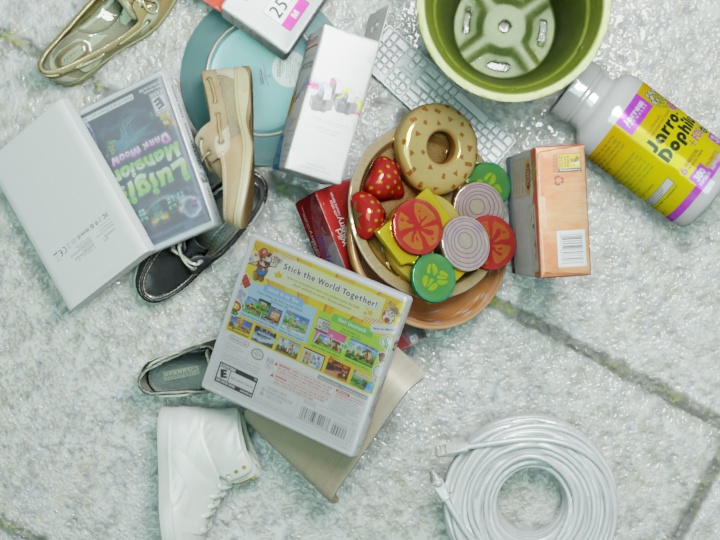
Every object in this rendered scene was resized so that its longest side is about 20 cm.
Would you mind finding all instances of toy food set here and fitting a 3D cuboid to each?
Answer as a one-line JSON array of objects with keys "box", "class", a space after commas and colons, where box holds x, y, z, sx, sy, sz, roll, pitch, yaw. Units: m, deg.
[{"box": [0.080, -0.066, 1.558, 0.200, 0.049, 0.199, -42, 100, -25], "class": "toy food set"}, {"box": [-0.031, 0.144, 1.595, 0.143, 0.060, 0.201, 41, 116, 18], "class": "toy food set"}]

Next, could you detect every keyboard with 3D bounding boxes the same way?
[{"box": [0.088, -0.195, 1.637, 0.200, 0.011, 0.056, 42, 93, 0], "class": "keyboard"}]

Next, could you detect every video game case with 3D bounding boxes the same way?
[{"box": [-0.268, -0.104, 1.612, 0.199, 0.023, 0.184, -21, 88, 25], "class": "video game case"}, {"box": [-0.060, 0.079, 1.549, 0.199, 0.023, 0.184, 22, 97, 22], "class": "video game case"}]

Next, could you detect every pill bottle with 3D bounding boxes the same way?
[{"box": [0.310, -0.145, 1.582, 0.199, 0.104, 0.105, 36, 93, 1], "class": "pill bottle"}]

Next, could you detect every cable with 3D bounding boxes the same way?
[{"box": [0.191, 0.263, 1.620, 0.198, 0.069, 0.202, -18, 92, 2], "class": "cable"}]

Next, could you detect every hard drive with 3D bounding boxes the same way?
[{"box": [-0.329, -0.074, 1.618, 0.131, 0.026, 0.201, -34, 81, 24], "class": "hard drive"}]

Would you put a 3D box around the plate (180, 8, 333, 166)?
[{"box": [-0.111, -0.222, 1.639, 0.198, 0.026, 0.203, 0, 91, 3], "class": "plate"}]

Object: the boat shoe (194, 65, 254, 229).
[{"box": [-0.149, -0.134, 1.568, 0.064, 0.072, 0.202, -1, 59, -4], "class": "boat shoe"}]

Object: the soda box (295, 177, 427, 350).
[{"box": [0.000, 0.000, 1.611, 0.070, 0.063, 0.202, -21, 90, -26], "class": "soda box"}]

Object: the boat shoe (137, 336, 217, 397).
[{"box": [-0.157, 0.109, 1.632, 0.198, 0.064, 0.071, -16, 91, 3], "class": "boat shoe"}]

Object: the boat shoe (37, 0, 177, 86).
[{"box": [-0.284, -0.287, 1.625, 0.200, 0.063, 0.073, -38, 90, 3], "class": "boat shoe"}]

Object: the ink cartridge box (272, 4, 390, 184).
[{"box": [-0.034, -0.199, 1.569, 0.067, 0.115, 0.202, 16, 90, -12], "class": "ink cartridge box"}]

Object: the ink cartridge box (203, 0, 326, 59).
[{"box": [-0.099, -0.369, 1.607, 0.173, 0.044, 0.201, 34, 84, -3], "class": "ink cartridge box"}]

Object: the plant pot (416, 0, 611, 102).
[{"box": [0.159, -0.274, 1.542, 0.198, 0.190, 0.202, 0, 91, 2], "class": "plant pot"}]

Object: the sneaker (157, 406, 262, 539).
[{"box": [-0.169, 0.255, 1.633, 0.114, 0.074, 0.202, -3, 90, 6], "class": "sneaker"}]

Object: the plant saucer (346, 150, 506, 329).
[{"box": [0.071, -0.032, 1.595, 0.198, 0.037, 0.202, 5, 78, -24], "class": "plant saucer"}]

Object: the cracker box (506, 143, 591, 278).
[{"box": [0.201, -0.062, 1.541, 0.057, 0.200, 0.136, -3, 92, -3], "class": "cracker box"}]

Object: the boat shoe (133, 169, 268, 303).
[{"box": [-0.182, -0.036, 1.626, 0.200, 0.060, 0.074, -41, 106, 3], "class": "boat shoe"}]
